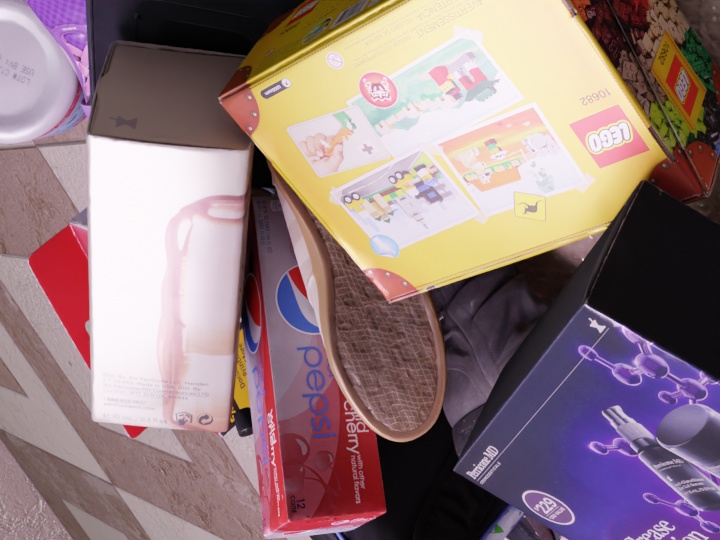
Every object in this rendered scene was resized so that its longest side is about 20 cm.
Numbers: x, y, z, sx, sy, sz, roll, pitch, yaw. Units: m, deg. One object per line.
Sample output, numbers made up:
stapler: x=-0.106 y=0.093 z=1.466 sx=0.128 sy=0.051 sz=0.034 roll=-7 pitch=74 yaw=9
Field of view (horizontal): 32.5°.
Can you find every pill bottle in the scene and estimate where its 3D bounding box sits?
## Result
pill bottle: x=-0.263 y=-0.161 z=0.987 sx=0.109 sy=0.108 sz=0.200 roll=53 pitch=-177 yaw=-9

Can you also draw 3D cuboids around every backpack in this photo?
backpack: x=0.042 y=0.133 z=0.870 sx=0.200 sy=0.190 sz=0.155 roll=45 pitch=160 yaw=17

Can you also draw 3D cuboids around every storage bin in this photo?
storage bin: x=-0.089 y=-0.147 z=0.743 sx=0.133 sy=0.095 sz=0.201 roll=9 pitch=152 yaw=-6

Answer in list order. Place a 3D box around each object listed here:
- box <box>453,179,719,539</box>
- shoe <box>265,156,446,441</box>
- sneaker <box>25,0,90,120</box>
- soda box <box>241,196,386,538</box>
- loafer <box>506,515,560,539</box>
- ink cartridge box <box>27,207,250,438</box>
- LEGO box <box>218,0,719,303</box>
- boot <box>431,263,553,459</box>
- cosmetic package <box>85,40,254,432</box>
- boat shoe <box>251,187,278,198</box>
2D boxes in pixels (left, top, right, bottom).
box: x=0.143 y=0.068 z=0.592 sx=0.140 sy=0.079 sz=0.201 roll=32 pitch=149 yaw=6
shoe: x=0.000 y=0.000 z=0.719 sx=0.053 sy=0.069 sz=0.203 roll=-89 pitch=-20 yaw=-86
sneaker: x=-0.176 y=-0.149 z=0.876 sx=0.079 sy=0.090 sz=0.200 roll=3 pitch=162 yaw=19
soda box: x=-0.034 y=0.058 z=0.767 sx=0.070 sy=0.062 sz=0.203 roll=132 pitch=133 yaw=-64
loafer: x=0.074 y=0.164 z=1.000 sx=0.200 sy=0.063 sz=0.072 roll=47 pitch=154 yaw=6
ink cartridge box: x=-0.140 y=0.024 z=0.990 sx=0.083 sy=0.175 sz=0.202 roll=18 pitch=141 yaw=47
LEGO box: x=0.053 y=-0.083 z=0.597 sx=0.198 sy=0.078 sz=0.149 roll=-19 pitch=121 yaw=41
boot: x=0.102 y=0.022 z=0.754 sx=0.199 sy=0.069 sz=0.133 roll=-36 pitch=66 yaw=38
cosmetic package: x=-0.108 y=-0.015 z=0.709 sx=0.086 sy=0.104 sz=0.202 roll=5 pitch=129 yaw=-4
boat shoe: x=-0.088 y=-0.048 z=0.890 sx=0.199 sy=0.073 sz=0.072 roll=32 pitch=142 yaw=-29
